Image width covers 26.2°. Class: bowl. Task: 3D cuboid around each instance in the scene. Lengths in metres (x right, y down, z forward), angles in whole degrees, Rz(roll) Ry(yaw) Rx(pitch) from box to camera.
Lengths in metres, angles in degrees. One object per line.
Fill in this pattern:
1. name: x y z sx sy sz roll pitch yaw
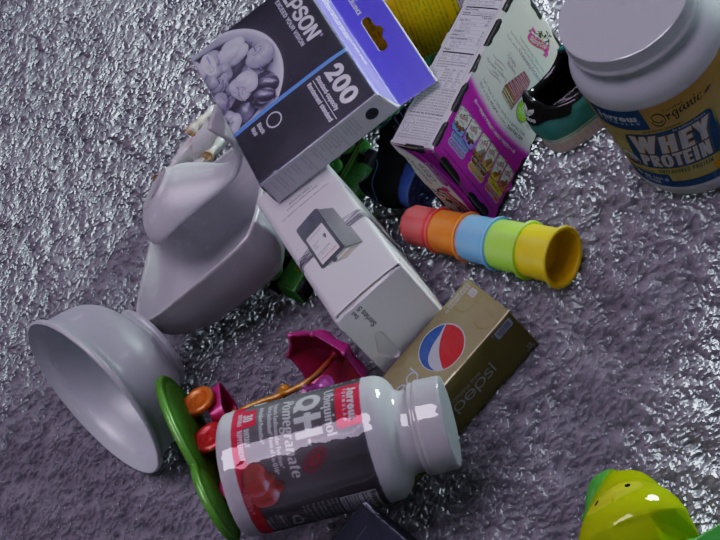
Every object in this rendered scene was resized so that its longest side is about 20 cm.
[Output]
1. bowl: -0.145 -0.031 1.655 0.200 0.074 0.201 -38 32 31
2. bowl: -0.246 0.106 1.605 0.090 0.202 0.200 -41 40 -26

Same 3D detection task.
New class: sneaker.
1. sneaker: 0.244 -0.204 1.515 0.200 0.080 0.071 -42 44 4
2. sneaker: 0.065 -0.157 1.624 0.077 0.070 0.201 15 70 37

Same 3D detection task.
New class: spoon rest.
1. spoon rest: -0.177 -0.097 1.658 0.200 0.060 0.100 -44 24 46

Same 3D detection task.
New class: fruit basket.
1. fruit basket: 0.224 0.232 1.191 0.214 0.155 0.218 -7 71 23

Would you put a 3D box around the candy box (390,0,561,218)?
1. candy box: 0.124 -0.169 1.541 0.061 0.136 0.201 14 69 40

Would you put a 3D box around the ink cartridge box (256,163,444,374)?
1. ink cartridge box: 0.000 0.000 1.507 0.084 0.146 0.200 -39 45 4

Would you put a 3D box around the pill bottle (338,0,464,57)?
1. pill bottle: 0.045 -0.274 1.625 0.198 0.110 0.110 -22 48 4

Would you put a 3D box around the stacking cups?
1. stacking cups: 0.119 -0.033 1.502 0.199 0.060 0.061 17 71 42

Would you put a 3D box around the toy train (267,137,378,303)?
1. toy train: -0.035 -0.056 1.651 0.056 0.042 0.201 20 73 33

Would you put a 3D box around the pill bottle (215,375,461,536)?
1. pill bottle: -0.017 0.155 1.343 0.198 0.111 0.111 -15 50 8

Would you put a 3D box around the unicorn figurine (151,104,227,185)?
1. unicorn figurine: -0.162 -0.155 1.773 0.199 0.074 0.138 -26 16 34

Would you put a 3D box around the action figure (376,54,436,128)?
1. action figure: 0.036 -0.227 1.710 0.118 0.055 0.201 25 81 41

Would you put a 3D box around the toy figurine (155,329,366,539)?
1. toy figurine: -0.076 0.138 1.478 0.183 0.151 0.201 -30 37 3

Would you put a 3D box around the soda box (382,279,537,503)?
1. soda box: 0.068 0.112 1.437 0.200 0.064 0.068 -48 45 -3

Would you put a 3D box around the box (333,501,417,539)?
1. box: 0.027 0.336 1.266 0.201 0.124 0.196 -51 46 -5

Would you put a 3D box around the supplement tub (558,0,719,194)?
1. supplement tub: 0.273 -0.177 1.389 0.144 0.200 0.146 -19 50 25

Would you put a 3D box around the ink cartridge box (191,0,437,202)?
1. ink cartridge box: -0.050 -0.199 1.536 0.199 0.043 0.199 -36 54 7
